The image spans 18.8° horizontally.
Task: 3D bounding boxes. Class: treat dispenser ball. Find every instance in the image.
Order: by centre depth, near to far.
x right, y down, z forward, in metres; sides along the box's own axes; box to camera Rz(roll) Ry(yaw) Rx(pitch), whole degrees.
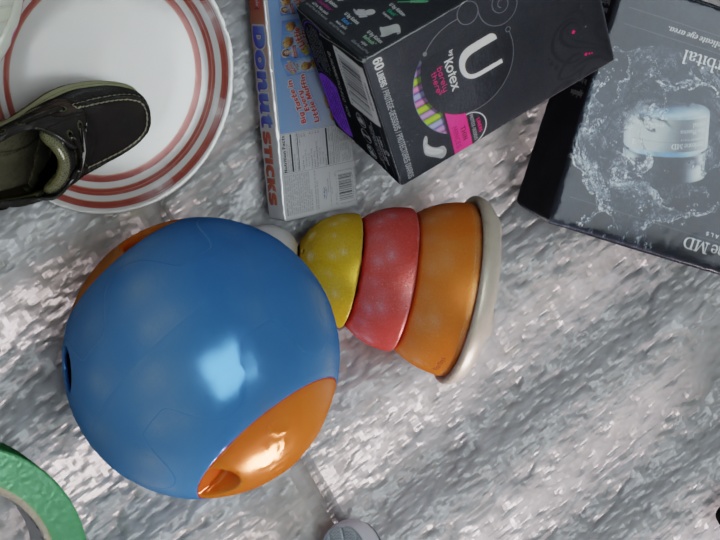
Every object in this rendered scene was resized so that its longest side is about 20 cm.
[{"bbox_3d":[-0.114,0.062,1.553,0.199,0.201,0.203,-4,100,-26],"label":"treat dispenser ball"}]

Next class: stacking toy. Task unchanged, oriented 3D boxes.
[{"bbox_3d":[0.000,0.000,1.657,0.198,0.146,0.148,11,93,-12],"label":"stacking toy"}]

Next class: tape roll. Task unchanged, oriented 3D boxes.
[{"bbox_3d":[-0.297,0.221,1.573,0.199,0.048,0.203,-5,101,-26],"label":"tape roll"}]

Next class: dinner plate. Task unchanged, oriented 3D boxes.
[{"bbox_3d":[-0.186,-0.142,1.584,0.198,0.024,0.202,-4,100,-25],"label":"dinner plate"}]

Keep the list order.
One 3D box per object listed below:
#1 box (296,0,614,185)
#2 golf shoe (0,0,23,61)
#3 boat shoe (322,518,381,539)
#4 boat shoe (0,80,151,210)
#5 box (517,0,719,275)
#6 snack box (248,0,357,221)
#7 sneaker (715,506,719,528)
[{"bbox_3d":[0.072,-0.176,1.607,0.199,0.106,0.123,-32,132,-14],"label":"box"},{"bbox_3d":[-0.294,-0.156,1.484,0.201,0.075,0.091,-67,154,-4],"label":"golf shoe"},{"bbox_3d":[0.014,0.289,1.738,0.067,0.073,0.202,-22,109,-51],"label":"boat shoe"},{"bbox_3d":[-0.221,-0.078,1.510,0.199,0.065,0.074,-25,124,-34],"label":"boat shoe"},{"bbox_3d":[0.253,-0.113,1.722,0.195,0.117,0.202,16,97,-11],"label":"box"},{"bbox_3d":[-0.044,-0.143,1.649,0.071,0.024,0.202,-13,104,-34],"label":"snack box"},{"bbox_3d":[0.371,0.144,1.891,0.082,0.071,0.200,36,91,10],"label":"sneaker"}]
